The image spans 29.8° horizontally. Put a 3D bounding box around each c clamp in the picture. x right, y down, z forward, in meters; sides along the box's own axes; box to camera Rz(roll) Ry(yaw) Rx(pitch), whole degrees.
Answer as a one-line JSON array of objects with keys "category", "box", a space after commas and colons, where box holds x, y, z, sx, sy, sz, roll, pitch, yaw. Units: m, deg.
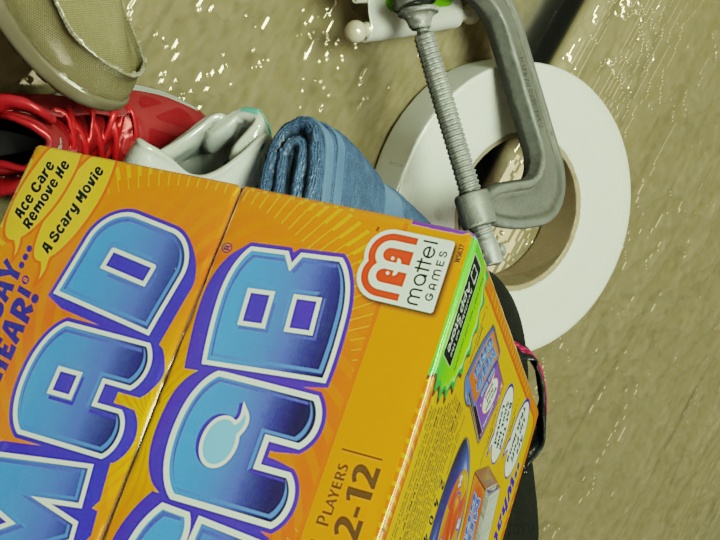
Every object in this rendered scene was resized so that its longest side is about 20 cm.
[{"category": "c clamp", "box": [0.068, -0.097, 0.817, 0.170, 0.027, 0.201, -4, 78, -46]}]

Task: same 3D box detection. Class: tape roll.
[{"category": "tape roll", "box": [0.097, -0.042, 0.920, 0.202, 0.037, 0.204, -8, 105, -30]}]

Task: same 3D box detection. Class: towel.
[{"category": "towel", "box": [0.000, 0.000, 0.771, 0.200, 0.048, 0.112, 38, 53, -55]}]

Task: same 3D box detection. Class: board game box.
[{"category": "board game box", "box": [-0.054, 0.096, 0.584, 0.200, 0.199, 0.201, 61, 45, -61]}]

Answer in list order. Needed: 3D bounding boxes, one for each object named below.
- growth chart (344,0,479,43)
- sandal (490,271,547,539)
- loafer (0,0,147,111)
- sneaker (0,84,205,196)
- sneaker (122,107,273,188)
[{"category": "growth chart", "box": [0.031, -0.234, 0.815, 0.144, 0.018, 0.201, -28, 125, -40]}, {"category": "sandal", "box": [0.096, 0.095, 0.875, 0.075, 0.045, 0.201, -4, 85, -40]}, {"category": "loafer", "box": [-0.155, -0.177, 0.672, 0.201, 0.067, 0.076, 65, 23, -3]}, {"category": "sneaker", "box": [-0.153, -0.059, 0.713, 0.199, 0.115, 0.079, -7, 104, -30]}, {"category": "sneaker", "box": [-0.061, -0.053, 0.758, 0.200, 0.075, 0.089, -21, 136, -53]}]
